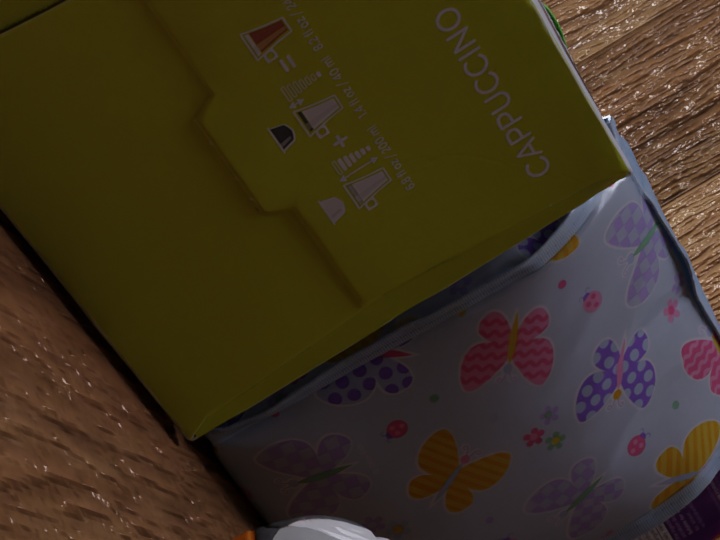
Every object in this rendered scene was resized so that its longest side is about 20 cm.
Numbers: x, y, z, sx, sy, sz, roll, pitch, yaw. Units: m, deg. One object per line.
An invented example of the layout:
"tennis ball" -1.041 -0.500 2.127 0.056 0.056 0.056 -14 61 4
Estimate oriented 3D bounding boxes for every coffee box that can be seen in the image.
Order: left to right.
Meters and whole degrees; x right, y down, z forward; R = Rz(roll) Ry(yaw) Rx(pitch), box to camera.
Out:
"coffee box" -0.046 -0.102 0.851 0.200 0.199 0.198 55 8 -36

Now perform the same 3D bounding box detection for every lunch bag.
"lunch bag" 0.048 0.041 0.935 0.170 0.199 0.128 55 12 -38

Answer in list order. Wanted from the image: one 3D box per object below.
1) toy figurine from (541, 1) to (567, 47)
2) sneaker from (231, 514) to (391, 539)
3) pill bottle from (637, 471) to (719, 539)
"toy figurine" -0.012 -0.145 1.174 0.184 0.151 0.200 8 -31 51
"sneaker" 0.015 0.166 0.716 0.200 0.075 0.092 56 11 -26
"pill bottle" 0.147 0.133 1.348 0.112 0.199 0.111 59 6 -11
